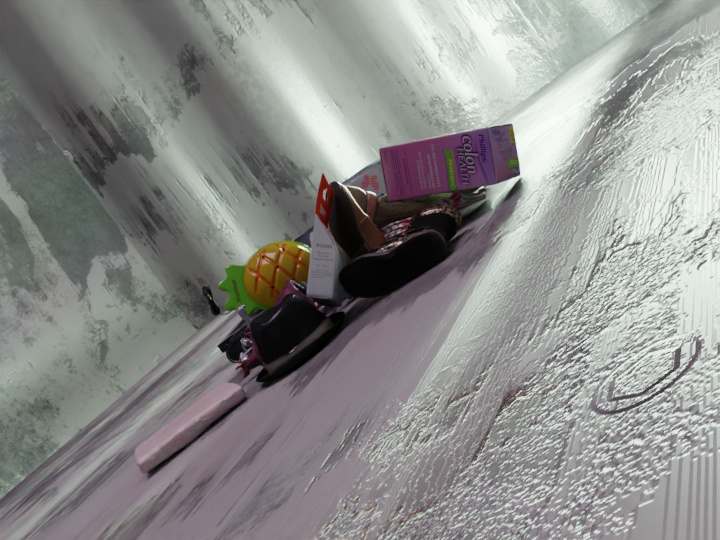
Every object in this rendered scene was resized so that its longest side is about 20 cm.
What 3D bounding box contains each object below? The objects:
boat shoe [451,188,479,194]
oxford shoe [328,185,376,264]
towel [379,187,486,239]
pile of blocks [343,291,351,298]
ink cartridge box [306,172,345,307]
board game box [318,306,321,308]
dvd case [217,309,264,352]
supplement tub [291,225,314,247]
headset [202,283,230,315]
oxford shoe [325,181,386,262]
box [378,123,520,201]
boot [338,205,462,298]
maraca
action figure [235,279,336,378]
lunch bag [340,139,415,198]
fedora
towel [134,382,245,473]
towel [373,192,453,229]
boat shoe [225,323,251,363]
[{"bbox_3d":[0.153,-0.165,1.871,0.198,0.072,0.068,-8,-16,-19],"label":"boat shoe"},{"bbox_3d":[-0.035,-0.057,1.715,0.071,0.073,0.201,-1,72,62],"label":"oxford shoe"},{"bbox_3d":[0.122,-0.101,1.707,0.199,0.030,0.146,-23,-1,27],"label":"towel"},{"bbox_3d":[0.000,0.000,1.745,0.200,0.062,0.082,-32,7,45],"label":"pile of blocks"},{"bbox_3d":[-0.048,-0.046,1.561,0.047,0.202,0.160,7,-6,6],"label":"ink cartridge box"},{"bbox_3d":[-0.131,0.086,1.913,0.101,0.048,0.200,-40,6,-32],"label":"board game box"},{"bbox_3d":[-0.195,0.086,1.943,0.199,0.025,0.150,-36,7,16],"label":"dvd case"},{"bbox_3d":[-0.073,-0.034,2.064,0.199,0.141,0.140,-34,6,27],"label":"supplement tub"},{"bbox_3d":[-0.217,0.032,1.914,0.199,0.094,0.123,-27,3,-15],"label":"headset"},{"bbox_3d":[0.000,-0.069,1.657,0.071,0.201,0.071,-14,-18,-43],"label":"oxford shoe"},{"bbox_3d":[0.160,-0.190,1.652,0.199,0.097,0.176,-9,6,24],"label":"box"},{"bbox_3d":[0.071,-0.033,1.525,0.199,0.073,0.151,-29,10,32],"label":"boot"},{"bbox_3d":[-0.172,0.017,1.801,0.199,0.138,0.107,-20,-22,-4],"label":"maraca"},{"bbox_3d":[-0.148,0.115,1.691,0.201,0.148,0.134,-56,-16,-10],"label":"action figure"},{"bbox_3d":[0.066,-0.153,1.991,0.199,0.170,0.127,-30,3,-25],"label":"lunch bag"},{"bbox_3d":[-0.118,0.095,1.527,0.200,0.092,0.201,-36,6,4],"label":"fedora"},{"bbox_3d":[-0.286,0.257,1.561,0.200,0.032,0.191,-38,5,-15],"label":"towel"},{"bbox_3d":[0.087,-0.107,1.816,0.199,0.037,0.148,-3,-18,-32],"label":"towel"},{"bbox_3d":[-0.197,0.131,1.819,0.200,0.076,0.060,-34,0,30],"label":"boat shoe"}]
